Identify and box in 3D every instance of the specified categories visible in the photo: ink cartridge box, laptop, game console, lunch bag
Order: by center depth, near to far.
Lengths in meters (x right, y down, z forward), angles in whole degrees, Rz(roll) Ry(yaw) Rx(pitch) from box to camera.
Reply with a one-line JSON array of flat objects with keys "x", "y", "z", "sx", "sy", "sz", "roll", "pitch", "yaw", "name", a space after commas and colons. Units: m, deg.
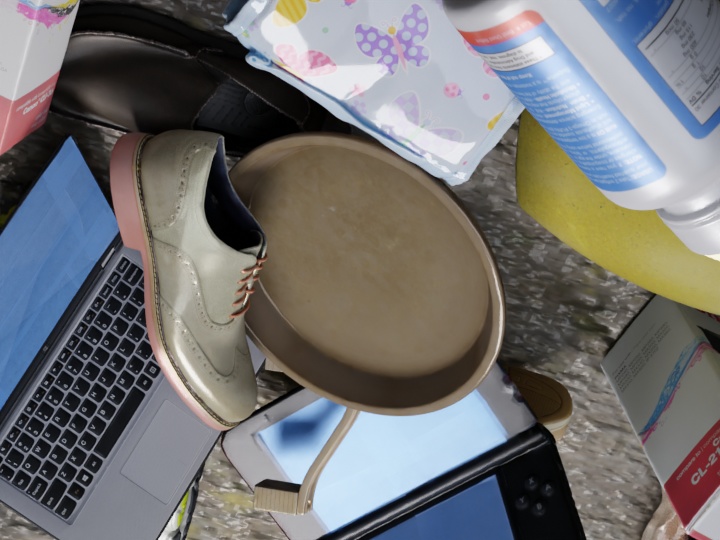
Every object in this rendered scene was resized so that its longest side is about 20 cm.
[{"x": 0.035, "y": -0.174, "z": 1.066, "sx": 0.169, "sy": 0.127, "sz": 0.201, "roll": 29, "pitch": 87, "yaw": -13, "name": "lunch bag"}, {"x": -0.215, "y": -0.183, "z": 1.072, "sx": 0.116, "sy": 0.068, "sz": 0.201, "roll": 26, "pitch": 118, "yaw": 7, "name": "ink cartridge box"}, {"x": -0.160, "y": 0.059, "z": 1.159, "sx": 0.199, "sy": 0.116, "sz": 0.188, "roll": 36, "pitch": 71, "yaw": -13, "name": "laptop"}, {"x": 0.027, "y": 0.156, "z": 1.247, "sx": 0.199, "sy": 0.173, "sz": 0.119, "roll": -30, "pitch": 141, "yaw": 18, "name": "game console"}, {"x": 0.263, "y": 0.115, "z": 1.285, "sx": 0.145, "sy": 0.201, "sz": 0.083, "roll": 28, "pitch": 111, "yaw": -24, "name": "ink cartridge box"}]

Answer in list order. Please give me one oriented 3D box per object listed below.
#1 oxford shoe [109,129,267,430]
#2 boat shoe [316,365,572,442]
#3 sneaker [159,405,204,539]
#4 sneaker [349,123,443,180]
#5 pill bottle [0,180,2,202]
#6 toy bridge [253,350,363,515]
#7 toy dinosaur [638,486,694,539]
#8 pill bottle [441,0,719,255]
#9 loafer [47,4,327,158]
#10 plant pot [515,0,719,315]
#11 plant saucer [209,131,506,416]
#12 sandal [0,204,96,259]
[{"x": -0.090, "y": 0.009, "z": 1.148, "sx": 0.073, "sy": 0.071, "sz": 0.202, "roll": -6, "pitch": 120, "yaw": 20, "name": "oxford shoe"}, {"x": 0.050, "y": 0.116, "z": 1.329, "sx": 0.198, "sy": 0.074, "sz": 0.070, "roll": -4, "pitch": 126, "yaw": 4, "name": "boat shoe"}, {"x": -0.145, "y": 0.123, "z": 1.296, "sx": 0.079, "sy": 0.078, "sz": 0.202, "roll": 18, "pitch": 111, "yaw": 3, "name": "sneaker"}, {"x": 0.015, "y": -0.100, "z": 1.192, "sx": 0.091, "sy": 0.076, "sz": 0.202, "roll": 13, "pitch": 111, "yaw": -9, "name": "sneaker"}, {"x": -0.320, "y": -0.011, "z": 1.159, "sx": 0.110, "sy": 0.111, "sz": 0.200, "roll": 37, "pitch": 109, "yaw": -27, "name": "pill bottle"}, {"x": -0.028, "y": 0.059, "z": 1.240, "sx": 0.067, "sy": 0.027, "sz": 0.202, "roll": 7, "pitch": 94, "yaw": 16, "name": "toy bridge"}, {"x": 0.251, "y": 0.235, "z": 1.430, "sx": 0.135, "sy": 0.086, "sz": 0.201, "roll": -28, "pitch": 128, "yaw": 0, "name": "toy dinosaur"}, {"x": 0.143, "y": -0.103, "z": 0.989, "sx": 0.112, "sy": 0.113, "sz": 0.200, "roll": -38, "pitch": 114, "yaw": 14, "name": "pill bottle"}, {"x": -0.111, "y": -0.109, "z": 1.157, "sx": 0.198, "sy": 0.072, "sz": 0.074, "roll": 7, "pitch": 120, "yaw": -14, "name": "loafer"}, {"x": 0.174, "y": -0.081, "z": 1.172, "sx": 0.140, "sy": 0.200, "sz": 0.202, "roll": 8, "pitch": 123, "yaw": 13, "name": "plant pot"}, {"x": 0.000, "y": 0.000, "z": 1.156, "sx": 0.198, "sy": 0.030, "sz": 0.202, "roll": 16, "pitch": 129, "yaw": 20, "name": "plant saucer"}, {"x": -0.232, "y": 0.045, "z": 1.220, "sx": 0.079, "sy": 0.087, "sz": 0.201, "roll": 28, "pitch": 105, "yaw": -24, "name": "sandal"}]
